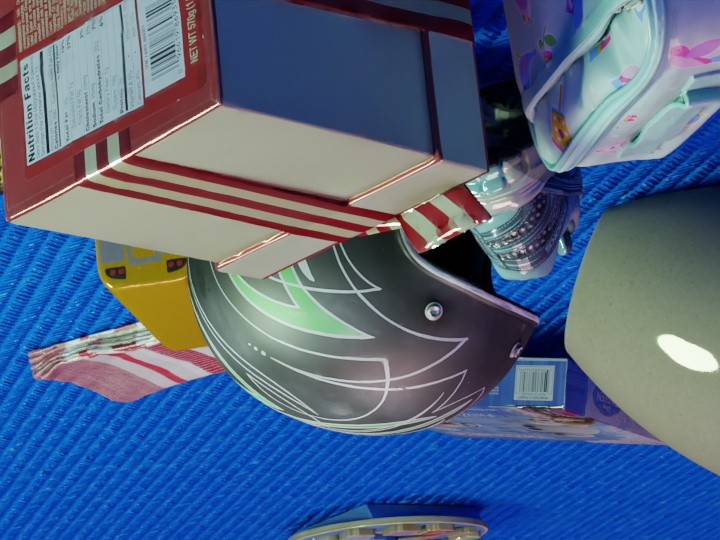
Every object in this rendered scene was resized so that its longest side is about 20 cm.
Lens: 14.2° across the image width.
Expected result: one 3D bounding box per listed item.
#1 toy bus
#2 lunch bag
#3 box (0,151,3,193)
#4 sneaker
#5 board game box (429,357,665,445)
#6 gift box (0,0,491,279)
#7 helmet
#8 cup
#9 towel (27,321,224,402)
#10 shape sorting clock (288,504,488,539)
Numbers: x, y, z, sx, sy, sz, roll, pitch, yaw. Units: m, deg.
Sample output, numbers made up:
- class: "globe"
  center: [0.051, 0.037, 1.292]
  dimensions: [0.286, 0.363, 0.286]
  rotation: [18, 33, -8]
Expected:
- class: "toy bus"
  center: [-0.112, -0.003, 1.810]
  dimensions: [0.065, 0.079, 0.200]
  rotation: [-9, 164, 7]
- class: "lunch bag"
  center: [0.121, -0.135, 1.312]
  dimensions: [0.077, 0.161, 0.200]
  rotation: [-4, 164, -13]
- class: "box"
  center: [-0.228, -0.081, 1.498]
  dimensions: [0.161, 0.049, 0.200]
  rotation: [-23, 163, -1]
- class: "sneaker"
  center: [0.088, -0.052, 1.602]
  dimensions: [0.077, 0.087, 0.200]
  rotation: [-12, -163, 17]
- class: "board game box"
  center: [0.117, 0.102, 2.257]
  dimensions: [0.199, 0.044, 0.199]
  rotation: [0, 170, 32]
- class: "gift box"
  center: [-0.040, -0.101, 1.321]
  dimensions: [0.186, 0.186, 0.200]
  rotation: [11, 159, -43]
- class: "helmet"
  center: [0.000, 0.000, 1.652]
  dimensions: [0.199, 0.192, 0.200]
  rotation: [-5, 168, -1]
- class: "cup"
  center: [0.217, 0.026, 1.909]
  dimensions: [0.143, 0.201, 0.200]
  rotation: [17, 168, 13]
- class: "towel"
  center: [-0.125, 0.059, 2.122]
  dimensions: [0.199, 0.023, 0.144]
  rotation: [-15, 163, 26]
- class: "shape sorting clock"
  center: [0.028, 0.265, 2.863]
  dimensions: [0.199, 0.039, 0.200]
  rotation: [-7, 164, -2]
